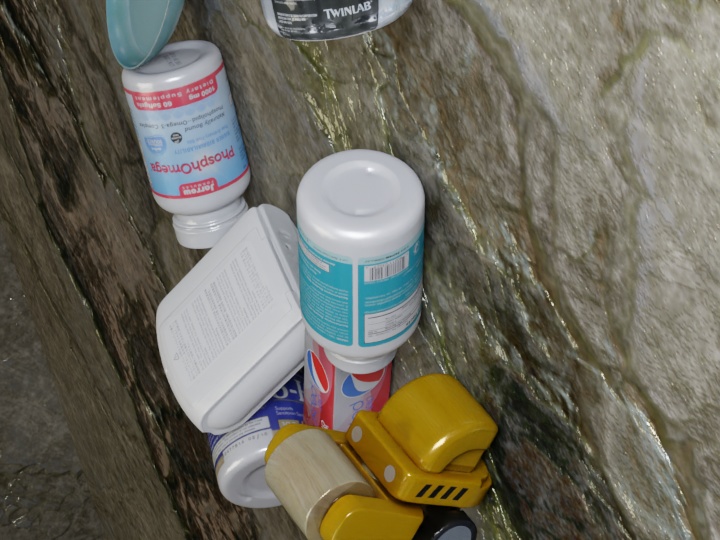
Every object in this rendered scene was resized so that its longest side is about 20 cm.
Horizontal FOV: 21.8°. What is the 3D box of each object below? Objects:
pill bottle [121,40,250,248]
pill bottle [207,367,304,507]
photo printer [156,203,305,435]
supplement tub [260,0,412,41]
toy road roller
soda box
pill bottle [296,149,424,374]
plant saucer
[{"bbox_3d":[-0.176,-0.130,1.963,0.109,0.108,0.202,34,142,57],"label":"pill bottle"},{"bbox_3d":[-0.111,0.140,2.009,0.120,0.118,0.201,96,162,-53],"label":"pill bottle"},{"bbox_3d":[-0.125,0.057,1.909,0.200,0.069,0.167,-45,51,24],"label":"photo printer"},{"bbox_3d":[-0.032,-0.284,1.398,0.122,0.122,0.202,36,143,56],"label":"supplement tub"},{"bbox_3d":[0.030,0.164,1.637,0.123,0.199,0.147,46,115,44],"label":"toy road roller"},{"bbox_3d":[-0.013,0.105,1.843,0.064,0.070,0.201,53,155,34],"label":"soda box"},{"bbox_3d":[0.000,0.000,1.635,0.111,0.110,0.201,52,155,36],"label":"pill bottle"},{"bbox_3d":[-0.213,-0.303,1.899,0.200,0.027,0.202,-17,70,61],"label":"plant saucer"}]
